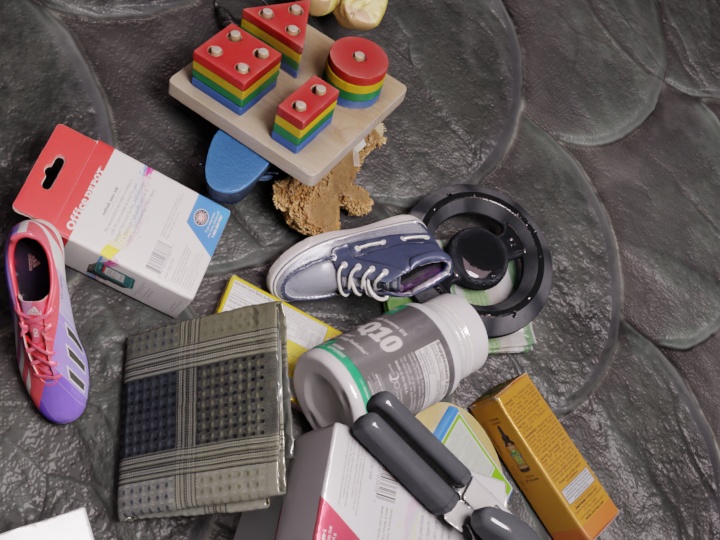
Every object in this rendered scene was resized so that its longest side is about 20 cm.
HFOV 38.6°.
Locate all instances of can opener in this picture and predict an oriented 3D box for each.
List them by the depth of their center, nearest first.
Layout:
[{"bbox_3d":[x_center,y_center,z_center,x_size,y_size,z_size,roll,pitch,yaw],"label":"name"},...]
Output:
[{"bbox_3d":[0.083,0.184,0.901,0.200,0.067,0.053,46,51,-11],"label":"can opener"}]

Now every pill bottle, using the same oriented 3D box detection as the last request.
[{"bbox_3d":[0.037,0.103,1.107,0.199,0.113,0.114,-24,83,-35],"label":"pill bottle"}]

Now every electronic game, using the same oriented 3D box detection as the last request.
[{"bbox_3d":[0.140,-0.013,1.246,0.199,0.042,0.201,6,66,-14],"label":"electronic game"}]

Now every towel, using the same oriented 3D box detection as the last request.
[{"bbox_3d":[-0.150,0.138,0.994,0.035,0.199,0.194,32,50,-55],"label":"towel"},{"bbox_3d":[0.114,0.034,1.257,0.199,0.031,0.150,-1,70,-26],"label":"towel"}]

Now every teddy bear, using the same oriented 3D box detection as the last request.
[{"bbox_3d":[-0.038,-0.126,1.206,0.145,0.067,0.201,26,70,-43],"label":"teddy bear"}]

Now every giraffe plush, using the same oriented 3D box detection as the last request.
[{"bbox_3d":[-0.018,-0.384,1.276,0.200,0.162,0.173,-39,100,-12],"label":"giraffe plush"}]

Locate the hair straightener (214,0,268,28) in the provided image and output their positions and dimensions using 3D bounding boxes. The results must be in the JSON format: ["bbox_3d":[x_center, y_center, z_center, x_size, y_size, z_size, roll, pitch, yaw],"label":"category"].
[{"bbox_3d":[-0.101,-0.263,1.253,0.200,0.041,0.077,47,57,1],"label":"hair straightener"}]

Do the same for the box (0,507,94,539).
[{"bbox_3d":[-0.280,0.326,0.893,0.124,0.097,0.201,-13,78,-30],"label":"box"}]

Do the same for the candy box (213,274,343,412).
[{"bbox_3d":[-0.075,0.095,1.131,0.199,0.026,0.103,29,58,-16],"label":"candy box"}]

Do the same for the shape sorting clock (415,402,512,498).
[{"bbox_3d":[0.101,0.246,1.133,0.199,0.039,0.201,24,54,-39],"label":"shape sorting clock"}]

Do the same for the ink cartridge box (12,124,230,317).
[{"bbox_3d":[-0.251,-0.051,1.070,0.199,0.067,0.117,28,60,-16],"label":"ink cartridge box"}]

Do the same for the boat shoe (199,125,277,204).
[{"bbox_3d":[-0.120,-0.140,1.156,0.084,0.069,0.201,22,50,2],"label":"boat shoe"}]

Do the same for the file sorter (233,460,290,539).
[{"bbox_3d":[-0.049,0.289,1.007,0.124,0.139,0.201,28,61,-19],"label":"file sorter"}]

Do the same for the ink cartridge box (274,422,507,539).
[{"bbox_3d":[0.027,0.242,0.936,0.199,0.085,0.148,25,60,-26],"label":"ink cartridge box"}]

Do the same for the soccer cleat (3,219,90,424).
[{"bbox_3d":[-0.302,0.052,0.973,0.068,0.073,0.201,-8,96,-6],"label":"soccer cleat"}]

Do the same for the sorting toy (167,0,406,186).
[{"bbox_3d":[-0.073,-0.219,1.141,0.199,0.070,0.199,34,51,12],"label":"sorting toy"}]

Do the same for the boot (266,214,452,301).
[{"bbox_3d":[0.000,0.000,1.140,0.199,0.073,0.090,-22,39,-15],"label":"boot"}]

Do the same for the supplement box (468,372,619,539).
[{"bbox_3d":[0.215,0.223,1.211,0.069,0.066,0.201,-34,90,-33],"label":"supplement box"}]
